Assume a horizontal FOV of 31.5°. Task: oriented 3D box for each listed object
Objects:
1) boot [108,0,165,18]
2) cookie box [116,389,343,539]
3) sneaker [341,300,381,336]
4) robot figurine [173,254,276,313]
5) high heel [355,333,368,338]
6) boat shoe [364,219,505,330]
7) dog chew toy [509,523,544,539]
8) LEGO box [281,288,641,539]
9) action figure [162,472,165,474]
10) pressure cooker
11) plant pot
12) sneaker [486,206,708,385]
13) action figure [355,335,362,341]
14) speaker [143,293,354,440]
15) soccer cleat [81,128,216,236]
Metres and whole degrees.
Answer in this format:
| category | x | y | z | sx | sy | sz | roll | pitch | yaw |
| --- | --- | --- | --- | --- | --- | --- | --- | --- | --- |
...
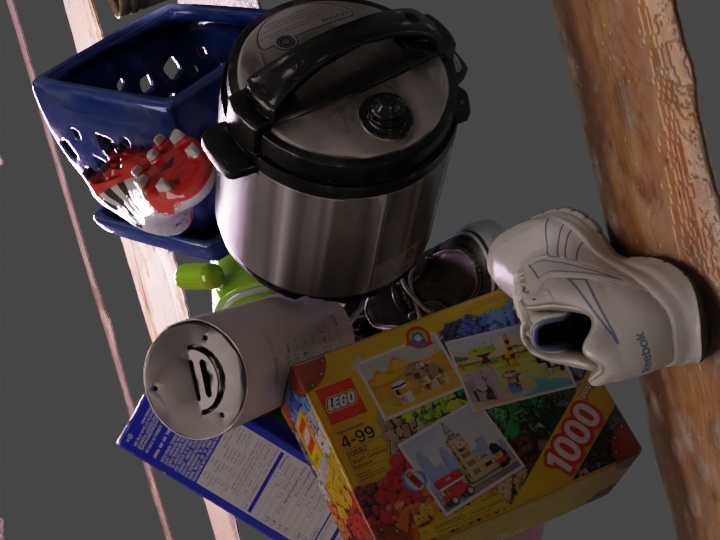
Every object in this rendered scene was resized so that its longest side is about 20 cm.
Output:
| category | x | y | z | sx | sy | sz | roll | pitch | yaw |
| --- | --- | --- | --- | --- | --- | --- | --- | --- | --- |
| boot | -0.202 | -0.356 | 1.245 | 0.072 | 0.153 | 0.202 | -13 | 95 | 69 |
| cookie box | -0.070 | 0.137 | 1.009 | 0.199 | 0.076 | 0.171 | 31 | -170 | 0 |
| sneaker | 0.000 | 0.000 | 1.163 | 0.201 | 0.073 | 0.081 | 104 | 157 | -47 |
| robot figurine | -0.092 | 0.014 | 1.278 | 0.115 | 0.174 | 0.202 | -39 | 45 | 37 |
| high heel | -0.007 | 0.155 | 1.183 | 0.067 | 0.095 | 0.203 | -133 | 45 | -59 |
| boat shoe | 0.059 | 0.019 | 1.001 | 0.073 | 0.070 | 0.200 | 69 | 158 | 10 |
| dog chew toy | 0.065 | 0.228 | 1.027 | 0.125 | 0.123 | 0.201 | 54 | 130 | 39 |
| LEGO box | 0.066 | 0.110 | 0.878 | 0.150 | 0.198 | 0.077 | 61 | 157 | 24 |
| action figure | -0.146 | 0.154 | 1.214 | 0.065 | 0.098 | 0.202 | -122 | 20 | -52 |
| pressure cooker | -0.016 | -0.097 | 0.915 | 0.201 | 0.176 | 0.177 | 101 | -176 | -53 |
| plant pot | -0.158 | -0.129 | 1.210 | 0.198 | 0.200 | 0.182 | 12 | 128 | 38 |
| sneaker | 0.128 | 0.014 | 0.804 | 0.200 | 0.086 | 0.075 | 30 | 136 | 62 |
| action figure | 0.027 | 0.087 | 1.051 | 0.200 | 0.129 | 0.070 | -147 | 51 | -63 |
| speaker | -0.074 | 0.062 | 0.921 | 0.200 | 0.080 | 0.082 | -17 | -91 | -69 |
| soccer cleat | -0.159 | -0.065 | 1.052 | 0.085 | 0.069 | 0.199 | 47 | 157 | -28 |
